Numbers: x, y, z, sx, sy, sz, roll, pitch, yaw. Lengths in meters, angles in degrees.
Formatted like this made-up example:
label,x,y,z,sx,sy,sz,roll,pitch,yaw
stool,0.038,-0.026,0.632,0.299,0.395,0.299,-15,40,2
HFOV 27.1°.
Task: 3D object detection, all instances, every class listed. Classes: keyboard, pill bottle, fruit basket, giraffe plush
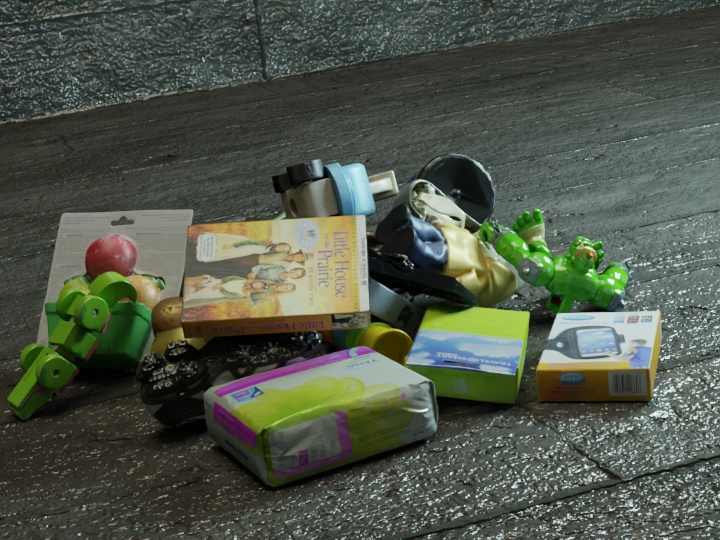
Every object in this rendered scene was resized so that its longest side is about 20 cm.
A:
label,x,y,z,sx,sy,sz,roll,pitch,yaw
keyboard,0.034,0.002,1.730,0.199,0.021,0.127,12,-16,37
pill bottle,0.105,-0.082,2.032,0.111,0.113,0.200,-11,-8,-14
fruit basket,-0.297,0.022,1.815,0.184,0.094,0.201,-2,61,18
giraffe plush,-0.168,0.073,1.696,0.161,0.173,0.201,-20,54,-9

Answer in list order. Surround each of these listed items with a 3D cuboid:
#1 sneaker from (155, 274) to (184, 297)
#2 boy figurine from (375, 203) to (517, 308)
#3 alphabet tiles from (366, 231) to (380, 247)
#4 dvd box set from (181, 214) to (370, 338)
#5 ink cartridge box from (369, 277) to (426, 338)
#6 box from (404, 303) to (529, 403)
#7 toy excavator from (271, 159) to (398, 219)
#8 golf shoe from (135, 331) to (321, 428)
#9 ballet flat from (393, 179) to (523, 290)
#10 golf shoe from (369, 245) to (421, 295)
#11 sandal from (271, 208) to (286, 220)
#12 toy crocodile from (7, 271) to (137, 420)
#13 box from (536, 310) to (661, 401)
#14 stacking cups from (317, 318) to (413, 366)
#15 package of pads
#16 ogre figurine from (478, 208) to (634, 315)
label,x,y,z,sx,sy,sz,roll,pitch,yaw
sneaker,-0.254,0.023,1.956,0.077,0.083,0.200,0,18,22
boy figurine,0.109,-0.015,1.811,0.199,0.064,0.125,26,35,-39
alphabet tiles,0.017,-0.027,1.982,0.199,0.008,0.167,5,-13,-40
dvd box set,-0.090,0.005,1.605,0.198,0.030,0.147,-3,47,2
ink cartridge box,-0.007,0.023,1.724,0.119,0.042,0.200,23,-3,45
box,0.118,0.091,1.628,0.121,0.048,0.200,5,18,9
toy excavator,-0.016,-0.100,1.993,0.199,0.101,0.194,-14,0,-21
golf shoe,-0.137,0.109,1.594,0.199,0.095,0.078,-15,42,-8
ballet flat,0.130,-0.043,1.889,0.068,0.199,0.064,-56,3,-32
golf shoe,0.000,0.000,1.875,0.199,0.078,0.095,-12,-11,-11
sandal,-0.101,-0.048,2.150,0.200,0.080,0.057,-30,22,-33
toy crocodile,-0.330,0.084,1.701,0.067,0.062,0.201,11,64,53
box,0.263,0.087,1.623,0.118,0.042,0.200,-2,19,15
stacking cups,-0.008,0.074,1.732,0.060,0.061,0.200,-14,17,-23
package of pads,-0.039,0.142,1.504,0.199,0.069,0.154,-15,18,-25
ogre figurine,0.250,-0.002,1.820,0.098,0.200,0.120,-47,23,15
